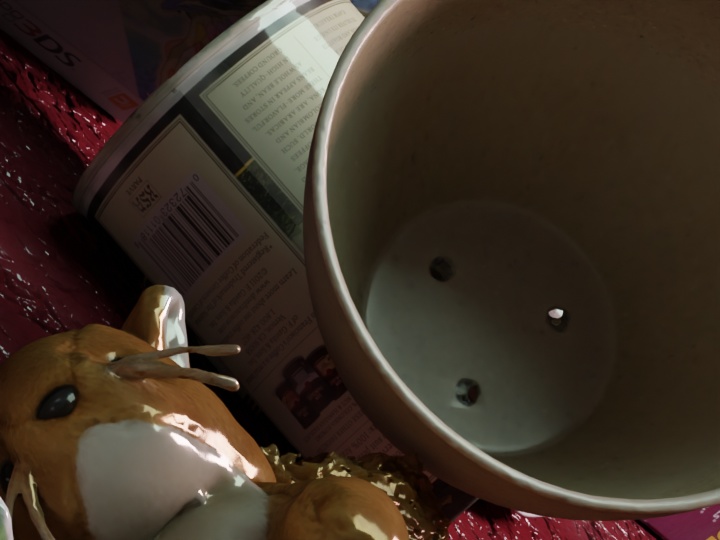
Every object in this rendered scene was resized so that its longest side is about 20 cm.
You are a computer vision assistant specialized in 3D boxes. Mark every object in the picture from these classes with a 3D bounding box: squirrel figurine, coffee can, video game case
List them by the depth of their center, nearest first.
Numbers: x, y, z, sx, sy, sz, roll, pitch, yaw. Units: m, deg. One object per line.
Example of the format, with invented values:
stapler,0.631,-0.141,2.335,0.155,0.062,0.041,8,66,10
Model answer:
squirrel figurine,-0.030,0.099,0.619,0.187,0.142,0.200,40,-4,13
coffee can,0.000,0.000,0.904,0.200,0.146,0.146,49,12,4
video game case,-0.095,-0.139,0.955,0.182,0.200,0.022,38,52,-38

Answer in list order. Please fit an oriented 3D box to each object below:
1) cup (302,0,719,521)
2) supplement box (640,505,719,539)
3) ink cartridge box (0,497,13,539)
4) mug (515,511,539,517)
cup,0.063,0.001,0.763,0.200,0.200,0.143,49,-24,4
supplement box,0.213,0.094,1.382,0.200,0.131,0.103,39,17,-33
ink cartridge box,-0.084,0.087,0.432,0.200,0.048,0.146,51,-22,22
mug,0.057,0.019,1.102,0.200,0.148,0.175,-17,52,-43
